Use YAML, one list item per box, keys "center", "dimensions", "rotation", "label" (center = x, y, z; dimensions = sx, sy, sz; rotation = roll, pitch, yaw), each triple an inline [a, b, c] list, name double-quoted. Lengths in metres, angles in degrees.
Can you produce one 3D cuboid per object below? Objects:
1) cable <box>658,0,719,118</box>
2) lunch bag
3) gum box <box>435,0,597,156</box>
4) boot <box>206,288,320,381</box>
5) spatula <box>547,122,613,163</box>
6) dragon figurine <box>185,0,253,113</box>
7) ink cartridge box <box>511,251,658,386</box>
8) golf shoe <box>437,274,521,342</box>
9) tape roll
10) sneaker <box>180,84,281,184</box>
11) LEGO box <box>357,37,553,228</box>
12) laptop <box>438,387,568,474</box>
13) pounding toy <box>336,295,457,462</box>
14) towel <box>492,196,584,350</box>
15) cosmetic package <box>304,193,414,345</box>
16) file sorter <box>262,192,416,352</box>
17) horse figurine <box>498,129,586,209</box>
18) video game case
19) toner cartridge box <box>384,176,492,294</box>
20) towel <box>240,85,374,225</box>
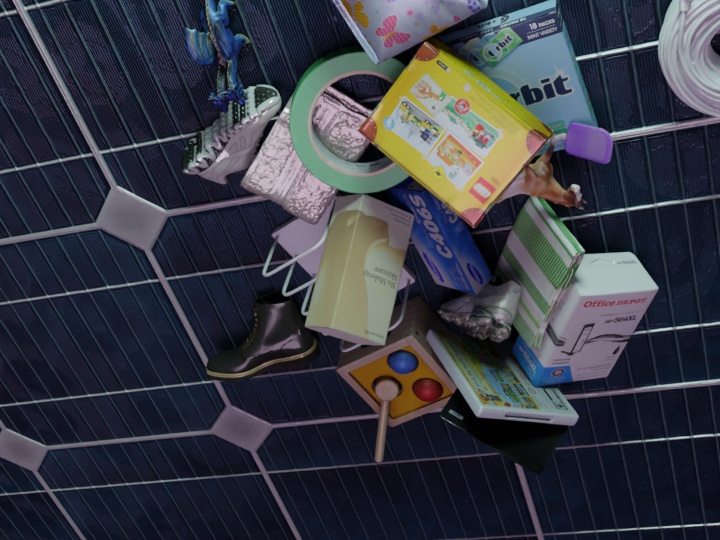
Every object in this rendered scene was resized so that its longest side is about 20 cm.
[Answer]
- center: [0.475, -0.287, 1.279]
  dimensions: [0.200, 0.069, 0.200]
  rotation: [11, 131, 1]
  label: "cable"
- center: [0.040, -0.381, 1.254]
  dimensions: [0.169, 0.127, 0.200]
  rotation: [-23, 115, 24]
  label: "lunch bag"
- center: [0.212, -0.245, 1.380]
  dimensions: [0.170, 0.045, 0.200]
  rotation: [-14, 126, 22]
  label: "gum box"
- center: [-0.184, 0.105, 1.736]
  dimensions: [0.200, 0.077, 0.138]
  rotation: [-15, 121, 6]
  label: "boot"
- center: [0.240, -0.179, 1.387]
  dimensions: [0.200, 0.021, 0.057]
  rotation: [6, 136, 7]
  label: "spatula"
- center: [-0.196, -0.312, 1.371]
  dimensions: [0.059, 0.099, 0.200]
  rotation: [-8, 127, 17]
  label: "dragon figurine"
- center: [0.339, 0.075, 1.557]
  dimensions: [0.146, 0.084, 0.200]
  rotation: [-4, 135, -23]
  label: "ink cartridge box"
- center: [0.192, 0.054, 1.586]
  dimensions: [0.078, 0.097, 0.200]
  rotation: [32, 170, -19]
  label: "golf shoe"
- center: [0.002, -0.208, 1.413]
  dimensions: [0.200, 0.048, 0.201]
  rotation: [-1, 113, -2]
  label: "tape roll"
- center: [-0.175, -0.196, 1.490]
  dimensions: [0.081, 0.075, 0.200]
  rotation: [31, 132, -32]
  label: "sneaker"
- center: [0.123, -0.179, 1.322]
  dimensions: [0.200, 0.077, 0.149]
  rotation: [41, 114, 3]
  label: "LEGO box"
- center: [0.238, 0.231, 1.625]
  dimensions: [0.177, 0.200, 0.103]
  rotation: [30, 91, 15]
  label: "laptop"
- center: [0.062, 0.184, 1.698]
  dimensions: [0.200, 0.142, 0.184]
  rotation: [-27, 119, 29]
  label: "pounding toy"
- center: [0.258, 0.000, 1.517]
  dimensions: [0.023, 0.153, 0.200]
  rotation: [-7, 135, -24]
  label: "towel"
- center: [0.000, 0.000, 1.472]
  dimensions: [0.105, 0.200, 0.071]
  rotation: [19, 168, -34]
  label: "cosmetic package"
- center: [-0.034, 0.011, 1.588]
  dimensions: [0.139, 0.125, 0.200]
  rotation: [-28, 119, 30]
  label: "file sorter"
- center: [0.202, -0.132, 1.410]
  dimensions: [0.200, 0.050, 0.133]
  rotation: [-5, 144, 19]
  label: "horse figurine"
- center: [0.216, 0.164, 1.582]
  dimensions: [0.182, 0.200, 0.023]
  rotation: [9, 118, -27]
  label: "video game case"
- center: [0.116, -0.057, 1.525]
  dimensions: [0.095, 0.043, 0.200]
  rotation: [17, 145, 52]
  label: "toner cartridge box"
- center: [-0.071, -0.171, 1.471]
  dimensions: [0.132, 0.034, 0.200]
  rotation: [29, 111, -11]
  label: "towel"
